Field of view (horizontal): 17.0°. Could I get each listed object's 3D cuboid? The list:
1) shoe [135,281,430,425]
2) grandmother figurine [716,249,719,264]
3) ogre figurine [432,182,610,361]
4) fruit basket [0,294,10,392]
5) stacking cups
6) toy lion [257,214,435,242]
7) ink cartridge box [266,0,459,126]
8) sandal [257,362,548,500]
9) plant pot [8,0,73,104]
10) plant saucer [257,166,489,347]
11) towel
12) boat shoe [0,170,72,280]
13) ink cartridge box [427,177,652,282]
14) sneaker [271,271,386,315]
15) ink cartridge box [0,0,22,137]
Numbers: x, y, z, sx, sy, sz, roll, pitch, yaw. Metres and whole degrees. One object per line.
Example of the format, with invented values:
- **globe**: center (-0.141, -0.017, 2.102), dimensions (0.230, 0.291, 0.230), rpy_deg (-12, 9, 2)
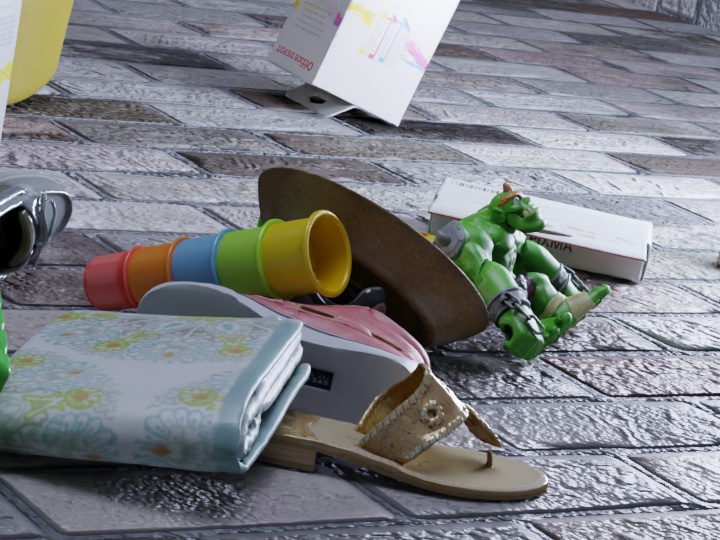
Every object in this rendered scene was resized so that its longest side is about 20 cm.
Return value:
- **shoe**: center (-0.049, 0.052, 1.609), dimensions (0.199, 0.072, 0.091), rpy_deg (17, 12, 4)
- **grandmother figurine**: center (0.443, -0.010, 2.271), dimensions (0.199, 0.061, 0.122), rpy_deg (17, 42, 12)
- **ogre figurine**: center (0.114, 0.005, 1.832), dimensions (0.120, 0.098, 0.200), rpy_deg (48, 37, 5)
- **fruit basket**: center (-0.308, 0.039, 1.327), dimensions (0.215, 0.156, 0.216), rpy_deg (28, 9, -5)
- **stacking cups**: center (-0.105, 0.004, 1.676), dimensions (0.199, 0.061, 0.060), rpy_deg (-10, 2, 30)
- **toy lion**: center (0.035, -0.014, 1.964), dimensions (0.191, 0.069, 0.199), rpy_deg (7, 12, -46)
- **ink cartridge box**: center (0.000, -0.262, 2.662), dimensions (0.125, 0.201, 0.128), rpy_deg (23, 6, -30)
- **sandal**: center (0.024, 0.091, 1.499), dimensions (0.210, 0.070, 0.078), rpy_deg (9, 14, -9)
- **plant pot**: center (-0.393, -0.268, 2.373), dimensions (0.194, 0.197, 0.199), rpy_deg (21, 10, 35)
- **plant saucer**: center (0.000, 0.000, 1.749), dimensions (0.200, 0.036, 0.200), rpy_deg (31, -17, 10)
- **towel**: center (-0.130, 0.072, 1.453), dimensions (0.170, 0.048, 0.200), rpy_deg (1, 15, 11)
- **boat shoe**: center (-0.265, -0.019, 1.719), dimensions (0.064, 0.075, 0.202), rpy_deg (23, 21, 21)
- **ink cartridge box**: center (0.159, -0.029, 2.140), dimensions (0.199, 0.044, 0.174), rpy_deg (13, 15, 5)
- **sneaker**: center (-0.055, 0.013, 1.720), dimensions (0.199, 0.082, 0.077), rpy_deg (20, 16, 31)
- **ink cartridge box**: center (-0.354, -0.151, 1.891), dimensions (0.144, 0.201, 0.083), rpy_deg (14, 14, 10)
